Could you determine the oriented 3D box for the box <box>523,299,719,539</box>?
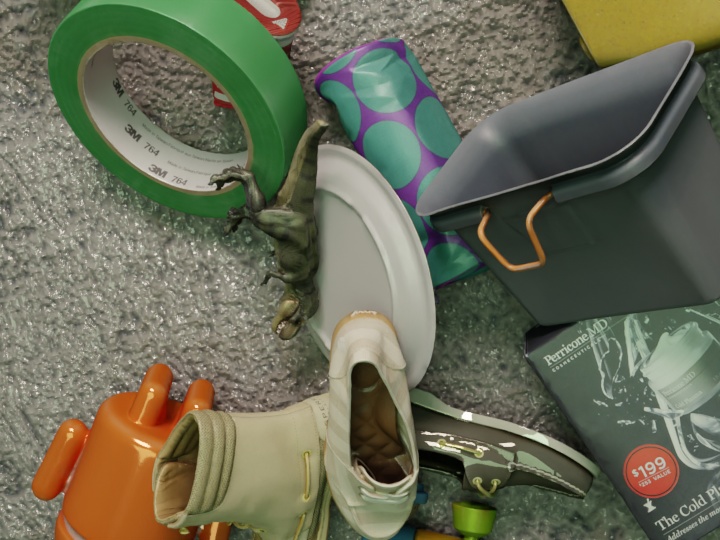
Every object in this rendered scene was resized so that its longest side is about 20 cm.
[{"bbox_3d":[0.253,0.076,0.725,0.199,0.104,0.183,-36,88,11],"label":"box"}]

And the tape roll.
[{"bbox_3d":[-0.139,-0.129,0.736,0.198,0.048,0.202,17,141,14],"label":"tape roll"}]

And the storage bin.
[{"bbox_3d":[0.154,-0.036,0.643,0.135,0.199,0.146,50,57,-18],"label":"storage bin"}]

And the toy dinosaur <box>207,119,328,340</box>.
[{"bbox_3d":[-0.066,-0.041,0.721,0.087,0.048,0.202,21,132,16],"label":"toy dinosaur"}]

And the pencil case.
[{"bbox_3d":[0.042,-0.081,0.755,0.085,0.092,0.202,-28,89,-33],"label":"pencil case"}]

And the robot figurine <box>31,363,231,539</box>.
[{"bbox_3d":[-0.182,0.183,0.802,0.116,0.143,0.202,31,101,41],"label":"robot figurine"}]

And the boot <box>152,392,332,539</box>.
[{"bbox_3d":[-0.094,0.188,0.756,0.073,0.154,0.202,45,123,41],"label":"boot"}]

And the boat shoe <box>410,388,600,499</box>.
[{"bbox_3d":[0.088,0.147,0.768,0.199,0.072,0.061,17,67,13],"label":"boat shoe"}]

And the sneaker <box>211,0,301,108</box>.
[{"bbox_3d":[-0.126,-0.204,0.775,0.201,0.078,0.116,53,144,31],"label":"sneaker"}]

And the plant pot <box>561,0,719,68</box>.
[{"bbox_3d":[0.226,-0.241,0.663,0.199,0.195,0.196,-29,90,23],"label":"plant pot"}]

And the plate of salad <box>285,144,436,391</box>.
[{"bbox_3d":[0.000,0.000,0.744,0.048,0.199,0.203,-18,93,-32],"label":"plate of salad"}]

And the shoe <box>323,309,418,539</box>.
[{"bbox_3d":[0.007,0.127,0.703,0.069,0.054,0.202,-8,119,-5],"label":"shoe"}]

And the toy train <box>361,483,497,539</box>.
[{"bbox_3d":[0.091,0.243,0.786,0.197,0.085,0.117,10,84,8],"label":"toy train"}]
